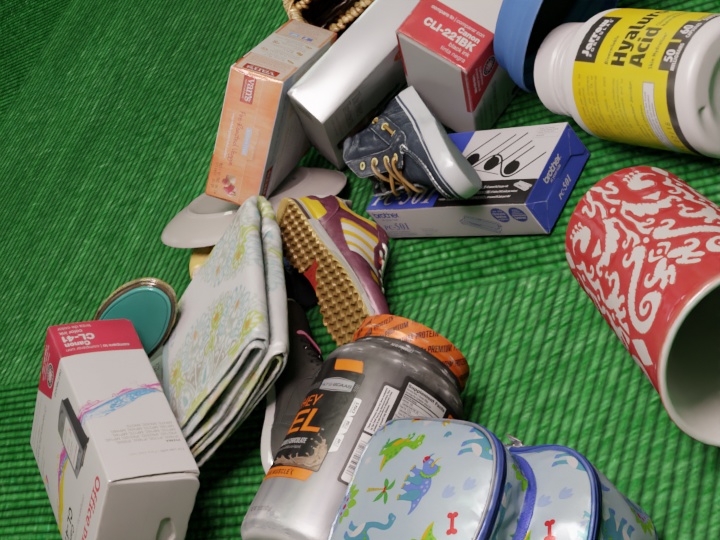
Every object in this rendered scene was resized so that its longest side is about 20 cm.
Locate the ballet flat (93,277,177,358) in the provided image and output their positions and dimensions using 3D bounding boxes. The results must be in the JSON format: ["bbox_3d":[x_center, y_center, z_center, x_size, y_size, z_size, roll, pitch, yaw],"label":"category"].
[{"bbox_3d":[-0.225,0.066,1.392,0.201,0.070,0.071,-58,22,33],"label":"ballet flat"}]

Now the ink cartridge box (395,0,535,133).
[{"bbox_3d":[0.130,-0.242,1.369,0.083,0.144,0.200,32,76,20],"label":"ink cartridge box"}]

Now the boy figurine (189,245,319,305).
[{"bbox_3d":[-0.118,-0.009,1.458,0.124,0.065,0.200,-20,20,-28],"label":"boy figurine"}]

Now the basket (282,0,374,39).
[{"bbox_3d":[0.011,-0.322,1.571,0.200,0.143,0.149,-38,10,10],"label":"basket"}]

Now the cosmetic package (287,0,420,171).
[{"bbox_3d":[0.006,-0.188,1.440,0.151,0.052,0.200,-49,-9,-3],"label":"cosmetic package"}]

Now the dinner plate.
[{"bbox_3d":[-0.111,-0.072,1.488,0.199,0.024,0.200,-15,19,5],"label":"dinner plate"}]

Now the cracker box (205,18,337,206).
[{"bbox_3d":[-0.086,-0.159,1.453,0.200,0.057,0.135,-59,-15,-64],"label":"cracker box"}]

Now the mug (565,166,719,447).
[{"bbox_3d":[0.246,0.017,1.017,0.200,0.176,0.134,-122,43,-61],"label":"mug"}]

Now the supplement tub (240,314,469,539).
[{"bbox_3d":[0.002,0.142,1.115,0.122,0.123,0.201,-3,50,46],"label":"supplement tub"}]

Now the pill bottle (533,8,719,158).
[{"bbox_3d":[0.236,-0.157,1.200,0.112,0.111,0.200,-53,33,-13],"label":"pill bottle"}]

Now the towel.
[{"bbox_3d":[-0.120,0.056,1.303,0.171,0.048,0.201,-51,30,31],"label":"towel"}]

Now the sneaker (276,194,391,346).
[{"bbox_3d":[0.000,0.000,1.324,0.201,0.090,0.075,58,142,34],"label":"sneaker"}]

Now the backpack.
[{"bbox_3d":[0.077,0.192,0.955,0.199,0.147,0.184,-4,52,42],"label":"backpack"}]

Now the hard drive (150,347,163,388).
[{"bbox_3d":[-0.190,0.124,1.430,0.199,0.038,0.140,-36,33,16],"label":"hard drive"}]

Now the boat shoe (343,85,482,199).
[{"bbox_3d":[0.043,-0.093,1.303,0.091,0.071,0.200,-38,24,7],"label":"boat shoe"}]

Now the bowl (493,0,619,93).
[{"bbox_3d":[0.186,-0.254,1.298,0.039,0.201,0.201,34,78,20],"label":"bowl"}]

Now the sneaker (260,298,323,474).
[{"bbox_3d":[-0.032,0.093,1.264,0.099,0.071,0.201,-26,42,22],"label":"sneaker"}]

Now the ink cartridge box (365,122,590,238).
[{"bbox_3d":[0.103,-0.079,1.323,0.199,0.044,0.094,-1,51,48],"label":"ink cartridge box"}]

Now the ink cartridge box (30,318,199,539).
[{"bbox_3d":[-0.220,0.162,1.278,0.200,0.085,0.148,58,140,45],"label":"ink cartridge box"}]
